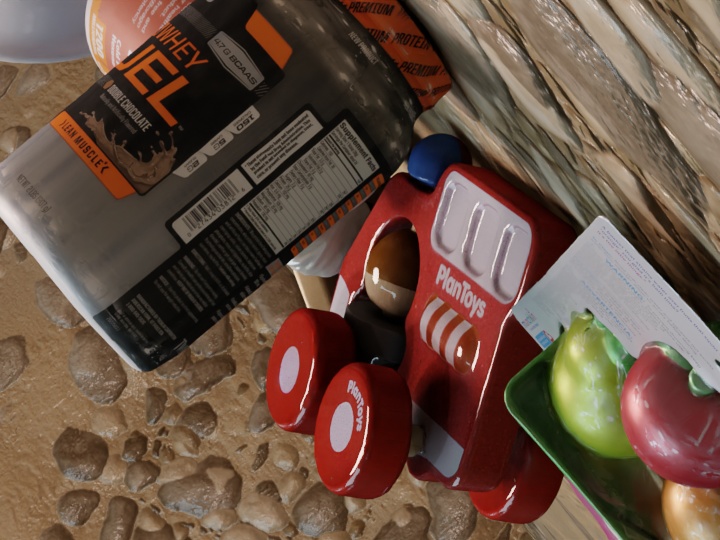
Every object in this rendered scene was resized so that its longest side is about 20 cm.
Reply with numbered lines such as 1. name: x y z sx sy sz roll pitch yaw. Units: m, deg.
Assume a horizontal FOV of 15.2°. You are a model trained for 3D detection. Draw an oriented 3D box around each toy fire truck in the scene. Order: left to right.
1. toy fire truck: 0.040 0.024 1.355 0.112 0.168 0.200 12 -165 -24

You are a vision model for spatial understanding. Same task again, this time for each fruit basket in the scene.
1. fruit basket: 0.143 0.063 1.120 0.185 0.094 0.200 49 161 5

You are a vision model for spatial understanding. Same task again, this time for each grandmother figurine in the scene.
1. grandmother figurine: 0.015 -0.009 1.521 0.121 0.061 0.200 38 -169 30

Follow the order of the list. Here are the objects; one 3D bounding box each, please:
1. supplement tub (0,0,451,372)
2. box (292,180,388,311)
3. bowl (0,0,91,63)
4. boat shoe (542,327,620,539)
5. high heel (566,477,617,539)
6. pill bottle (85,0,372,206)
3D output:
1. supplement tub: -0.063 -0.058 1.252 0.123 0.200 0.123 49 176 5
2. box: 0.000 0.000 1.579 0.163 0.021 0.200 5 -116 -67
3. bowl: -0.224 -0.235 1.790 0.201 0.201 0.090 47 143 31
4. boat shoe: 0.136 0.085 1.419 0.201 0.070 0.072 55 180 25
5. high heel: 0.152 0.122 1.573 0.096 0.067 0.200 26 144 56
6. pill bottle: -0.062 -0.106 1.445 0.112 0.112 0.200 52 175 -39
